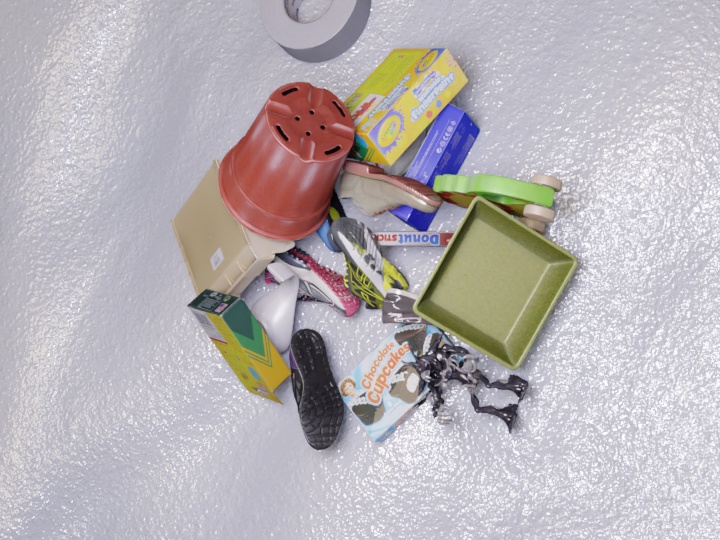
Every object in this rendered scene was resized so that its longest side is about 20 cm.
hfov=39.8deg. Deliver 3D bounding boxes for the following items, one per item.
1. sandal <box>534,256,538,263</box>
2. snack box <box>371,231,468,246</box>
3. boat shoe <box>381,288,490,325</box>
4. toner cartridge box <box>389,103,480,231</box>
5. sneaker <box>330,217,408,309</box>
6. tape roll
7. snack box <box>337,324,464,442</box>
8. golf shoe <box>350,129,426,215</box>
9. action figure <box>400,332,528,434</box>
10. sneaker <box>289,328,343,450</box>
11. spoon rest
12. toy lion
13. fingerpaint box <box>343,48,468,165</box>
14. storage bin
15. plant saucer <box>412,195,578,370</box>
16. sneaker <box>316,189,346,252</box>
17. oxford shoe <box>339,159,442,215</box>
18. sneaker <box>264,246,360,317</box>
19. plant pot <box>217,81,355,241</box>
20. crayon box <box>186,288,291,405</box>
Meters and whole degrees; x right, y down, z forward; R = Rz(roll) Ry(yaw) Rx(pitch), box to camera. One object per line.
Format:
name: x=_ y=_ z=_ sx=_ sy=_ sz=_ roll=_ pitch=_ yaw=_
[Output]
sandal: x=0.194 y=0.003 z=1.587 sx=0.198 sy=0.087 sz=0.080 roll=-24 pitch=69 yaw=14
snack box: x=0.105 y=-0.051 z=1.619 sx=0.198 sy=0.072 sz=0.025 roll=2 pitch=91 yaw=35
boat shoe: x=0.128 y=0.079 z=1.582 sx=0.197 sy=0.067 sz=0.058 roll=15 pitch=84 yaw=-4
toner cartridge box: x=0.123 y=-0.167 z=1.647 sx=0.043 sy=0.095 sz=0.202 roll=28 pitch=90 yaw=25
sneaker: x=0.000 y=0.000 z=1.620 sx=0.084 sy=0.201 sz=0.075 roll=-21 pitch=34 yaw=28
tape roll: x=-0.083 y=-0.487 z=1.815 sx=0.198 sy=0.066 sz=0.203 roll=-4 pitch=78 yaw=21
snack box: x=0.065 y=0.171 z=1.629 sx=0.200 sy=0.037 sz=0.116 roll=-44 pitch=66 yaw=8
golf shoe: x=0.046 y=-0.190 z=1.686 sx=0.075 sy=0.091 sz=0.202 roll=28 pitch=89 yaw=26
action figure: x=0.154 y=0.173 z=1.531 sx=0.198 sy=0.102 sz=0.120 roll=20 pitch=107 yaw=5
sneaker: x=-0.078 y=0.205 z=1.659 sx=0.075 sy=0.088 sz=0.203 roll=-3 pitch=66 yaw=-15
spoon rest: x=-0.143 y=0.063 z=1.688 sx=0.099 sy=0.060 sz=0.201 roll=43 pitch=138 yaw=22
toy lion: x=0.207 y=-0.117 z=1.552 sx=0.189 sy=0.200 sz=0.070 roll=14 pitch=85 yaw=5
fingerpaint box: x=0.054 y=-0.272 z=1.639 sx=0.200 sy=0.074 sz=0.166 roll=-48 pitch=29 yaw=-14
storage bin: x=-0.223 y=-0.061 z=1.717 sx=0.200 sy=0.093 sz=0.200 roll=-43 pitch=63 yaw=43
plant saucer: x=0.202 y=0.019 z=1.525 sx=0.199 sy=0.048 sz=0.201 roll=30 pitch=91 yaw=-13
sneaker: x=-0.080 y=-0.112 z=1.740 sx=0.078 sy=0.066 sz=0.202 roll=-31 pitch=68 yaw=26
oxford shoe: x=0.047 y=-0.118 z=1.586 sx=0.199 sy=0.070 sz=0.075 roll=25 pitch=104 yaw=40
sneaker: x=-0.082 y=0.026 z=1.705 sx=0.199 sy=0.080 sz=0.075 roll=33 pitch=107 yaw=32
plant pot: x=-0.108 y=-0.183 z=1.588 sx=0.195 sy=0.199 sz=0.203 roll=-51 pitch=56 yaw=54
crayon box: x=-0.195 y=0.127 z=1.666 sx=0.051 sy=0.201 sz=0.126 roll=-42 pitch=28 yaw=-24
